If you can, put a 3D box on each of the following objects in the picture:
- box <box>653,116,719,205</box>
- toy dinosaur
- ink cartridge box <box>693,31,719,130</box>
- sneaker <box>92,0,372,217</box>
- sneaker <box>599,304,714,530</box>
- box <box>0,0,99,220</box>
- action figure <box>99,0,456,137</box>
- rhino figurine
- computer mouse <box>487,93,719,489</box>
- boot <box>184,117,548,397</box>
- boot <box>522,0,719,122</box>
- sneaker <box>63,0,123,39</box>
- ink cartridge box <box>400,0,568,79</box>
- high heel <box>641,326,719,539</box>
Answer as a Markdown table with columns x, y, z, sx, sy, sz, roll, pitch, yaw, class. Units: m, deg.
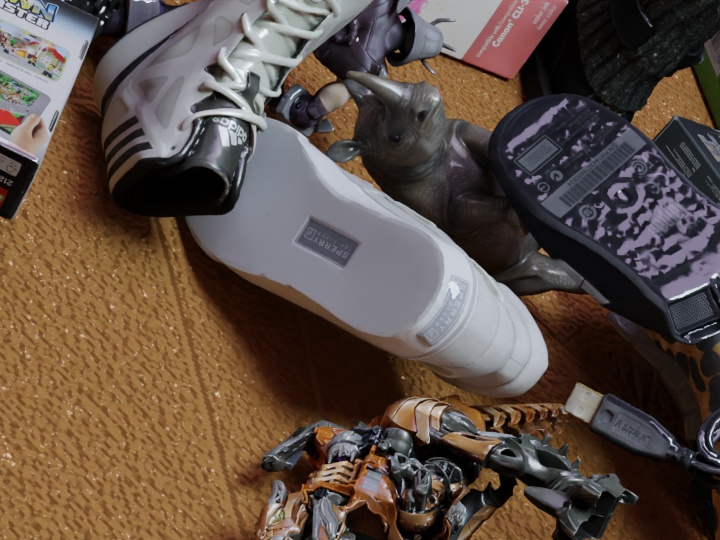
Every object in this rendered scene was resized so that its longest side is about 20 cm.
| x | y | z | sx | sy | sz | roll | pitch | yaw | class |
| --- | --- | --- | --- | --- | --- | --- | --- | --- | --- |
| 0.258 | 0.010 | 1.208 | 0.160 | 0.044 | 0.200 | 11 | 39 | -46 | box |
| 0.038 | 0.091 | 0.900 | 0.135 | 0.102 | 0.200 | 30 | 51 | 22 | toy dinosaur |
| 0.329 | -0.104 | 1.421 | 0.199 | 0.076 | 0.148 | 18 | 37 | -23 | ink cartridge box |
| -0.040 | -0.091 | 0.962 | 0.076 | 0.200 | 0.116 | 32 | 33 | -35 | sneaker |
| 0.194 | 0.068 | 1.091 | 0.087 | 0.075 | 0.201 | 33 | 31 | -60 | sneaker |
| -0.209 | -0.105 | 0.846 | 0.199 | 0.035 | 0.110 | 26 | 36 | -11 | box |
| -0.046 | -0.137 | 1.078 | 0.199 | 0.131 | 0.069 | 12 | 7 | -9 | action figure |
| 0.049 | -0.043 | 1.040 | 0.200 | 0.087 | 0.060 | 38 | 62 | -46 | rhino figurine |
| 0.121 | 0.015 | 0.962 | 0.200 | 0.046 | 0.140 | 36 | 61 | 16 | computer mouse |
| 0.000 | 0.000 | 0.983 | 0.096 | 0.074 | 0.200 | 37 | 1 | -44 | boot |
| 0.162 | -0.173 | 1.278 | 0.079 | 0.158 | 0.212 | 20 | 36 | -23 | boot |
| -0.166 | -0.129 | 0.965 | 0.087 | 0.076 | 0.200 | 31 | 51 | 4 | sneaker |
| 0.015 | -0.202 | 1.264 | 0.199 | 0.068 | 0.117 | 18 | 36 | -25 | ink cartridge box |
| 0.161 | 0.090 | 1.013 | 0.071 | 0.143 | 0.200 | 16 | 16 | -42 | high heel |
